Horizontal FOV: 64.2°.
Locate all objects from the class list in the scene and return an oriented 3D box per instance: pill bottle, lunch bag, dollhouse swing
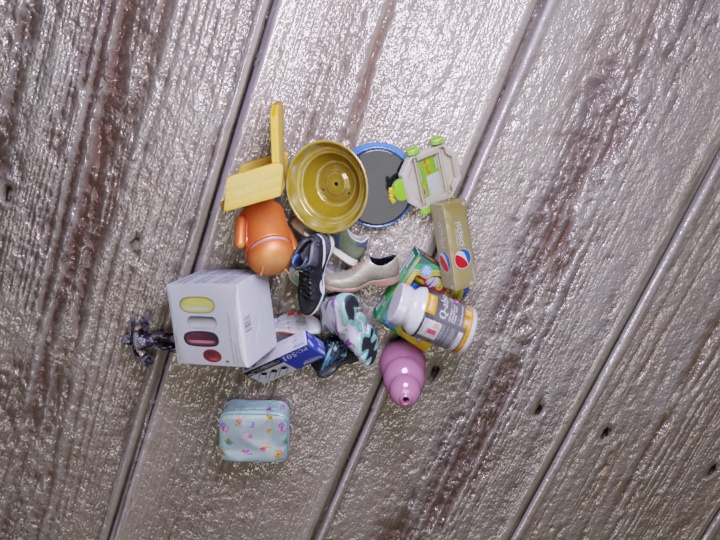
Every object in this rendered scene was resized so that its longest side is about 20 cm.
[{"bbox_3d":[0.169,0.110,1.358,0.195,0.117,0.119,22,106,-10],"label":"pill bottle"},{"bbox_3d":[-0.277,0.424,1.533,0.193,0.077,0.166,1,107,-3],"label":"lunch bag"},{"bbox_3d":[-0.235,-0.254,1.253,0.176,0.201,0.181,-14,109,2],"label":"dollhouse swing"}]

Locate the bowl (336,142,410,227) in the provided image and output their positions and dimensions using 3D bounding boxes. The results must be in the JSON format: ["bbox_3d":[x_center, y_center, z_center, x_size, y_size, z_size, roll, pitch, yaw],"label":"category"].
[{"bbox_3d":[0.039,-0.200,1.370,0.193,0.040,0.207,-1,108,-3],"label":"bowl"}]

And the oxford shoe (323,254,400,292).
[{"bbox_3d":[0.000,0.000,1.382,0.194,0.071,0.076,-10,122,-13],"label":"oxford shoe"}]

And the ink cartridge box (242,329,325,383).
[{"bbox_3d":[-0.193,0.220,1.445,0.196,0.045,0.094,-26,144,19],"label":"ink cartridge box"}]

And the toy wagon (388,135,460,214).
[{"bbox_3d":[0.144,-0.213,1.337,0.195,0.039,0.159,-24,116,-16],"label":"toy wagon"}]

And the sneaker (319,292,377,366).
[{"bbox_3d":[-0.042,0.145,1.421,0.137,0.077,0.205,-3,116,42],"label":"sneaker"}]

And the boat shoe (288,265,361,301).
[{"bbox_3d":[-0.085,0.032,1.425,0.194,0.062,0.074,17,106,-8],"label":"boat shoe"}]

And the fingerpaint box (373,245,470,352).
[{"bbox_3d":[0.152,0.074,1.445,0.164,0.074,0.203,32,104,-13],"label":"fingerpaint box"}]

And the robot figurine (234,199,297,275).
[{"bbox_3d":[-0.218,-0.076,1.318,0.114,0.144,0.205,-21,65,5],"label":"robot figurine"}]

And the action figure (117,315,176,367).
[{"bbox_3d":[-0.517,0.177,1.448,0.193,0.070,0.134,1,117,1],"label":"action figure"}]

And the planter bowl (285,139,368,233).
[{"bbox_3d":[-0.065,-0.194,1.309,0.194,0.083,0.207,4,105,16],"label":"planter bowl"}]

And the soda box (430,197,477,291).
[{"bbox_3d":[0.218,-0.063,1.343,0.062,0.067,0.207,-16,103,-19],"label":"soda box"}]

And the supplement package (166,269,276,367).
[{"bbox_3d":[-0.323,0.107,1.351,0.194,0.147,0.198,-1,103,21],"label":"supplement package"}]

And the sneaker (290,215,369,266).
[{"bbox_3d":[-0.065,-0.098,1.383,0.197,0.067,0.091,33,106,-19],"label":"sneaker"}]

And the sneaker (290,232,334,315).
[{"bbox_3d":[-0.129,0.011,1.315,0.071,0.111,0.206,20,105,24],"label":"sneaker"}]

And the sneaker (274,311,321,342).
[{"bbox_3d":[-0.192,0.163,1.468,0.193,0.078,0.084,-4,129,4],"label":"sneaker"}]

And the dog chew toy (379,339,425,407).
[{"bbox_3d":[0.108,0.262,1.433,0.120,0.201,0.128,0,114,1],"label":"dog chew toy"}]

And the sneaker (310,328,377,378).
[{"bbox_3d":[-0.046,0.198,1.475,0.197,0.073,0.083,-33,107,7],"label":"sneaker"}]
